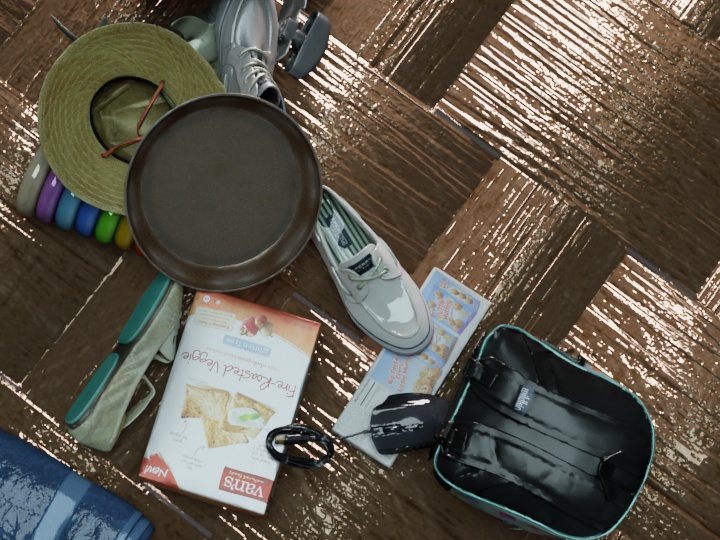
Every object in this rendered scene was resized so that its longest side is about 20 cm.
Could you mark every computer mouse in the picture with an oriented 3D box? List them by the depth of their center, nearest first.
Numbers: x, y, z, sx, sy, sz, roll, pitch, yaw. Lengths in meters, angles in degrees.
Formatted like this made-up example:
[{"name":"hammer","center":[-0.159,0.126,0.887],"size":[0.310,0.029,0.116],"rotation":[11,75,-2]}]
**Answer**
[{"name":"computer mouse","center":[0.004,0.160,1.636],"size":[0.198,0.034,0.059],"rotation":[-10,91,-17]}]

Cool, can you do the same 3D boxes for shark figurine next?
[{"name":"shark figurine","center":[-0.211,-0.235,1.728],"size":[0.213,0.130,0.089],"rotation":[-20,36,-28]}]

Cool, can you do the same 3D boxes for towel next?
[{"name":"towel","center":[-0.311,0.246,1.635],"size":[0.199,0.049,0.112],"rotation":[30,77,5]}]

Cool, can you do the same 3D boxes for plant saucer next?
[{"name":"plant saucer","center":[-0.136,-0.079,1.644],"size":[0.197,0.032,0.203],"rotation":[-4,109,-12]}]

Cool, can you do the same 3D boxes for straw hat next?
[{"name":"straw hat","center":[-0.229,-0.152,1.672],"size":[0.198,0.085,0.204],"rotation":[-2,102,-12]}]

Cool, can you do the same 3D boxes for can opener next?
[{"name":"can opener","center":[-0.049,-0.303,1.777],"size":[0.066,0.053,0.202],"rotation":[29,75,-28]}]

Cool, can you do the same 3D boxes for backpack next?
[{"name":"backpack","center":[0.184,0.170,1.616],"size":[0.198,0.153,0.177],"rotation":[23,79,13]}]

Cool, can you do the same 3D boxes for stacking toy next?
[{"name":"stacking toy","center":[-0.247,-0.058,1.695],"size":[0.198,0.085,0.086],"rotation":[24,77,-2]}]

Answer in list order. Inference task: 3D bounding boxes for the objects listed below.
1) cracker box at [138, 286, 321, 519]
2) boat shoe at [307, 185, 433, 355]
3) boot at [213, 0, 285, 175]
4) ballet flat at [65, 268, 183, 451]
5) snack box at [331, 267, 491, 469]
[{"name":"cracker box","center":[-0.129,0.133,1.662],"size":[0.132,0.058,0.202],"rotation":[16,78,2]},{"name":"boat shoe","center":[0.000,0.000,1.679],"size":[0.073,0.067,0.200],"rotation":[-38,72,-5]},{"name":"boot","center":[-0.104,-0.196,1.690],"size":[0.073,0.095,0.203],"rotation":[0,99,-30]},{"name":"ballet flat","center":[-0.224,0.092,1.676],"size":[0.062,0.067,0.201],"rotation":[36,81,-22]},{"name":"snack box","center":[0.053,0.099,1.693],"size":[0.071,0.024,0.201],"rotation":[32,78,5]}]
